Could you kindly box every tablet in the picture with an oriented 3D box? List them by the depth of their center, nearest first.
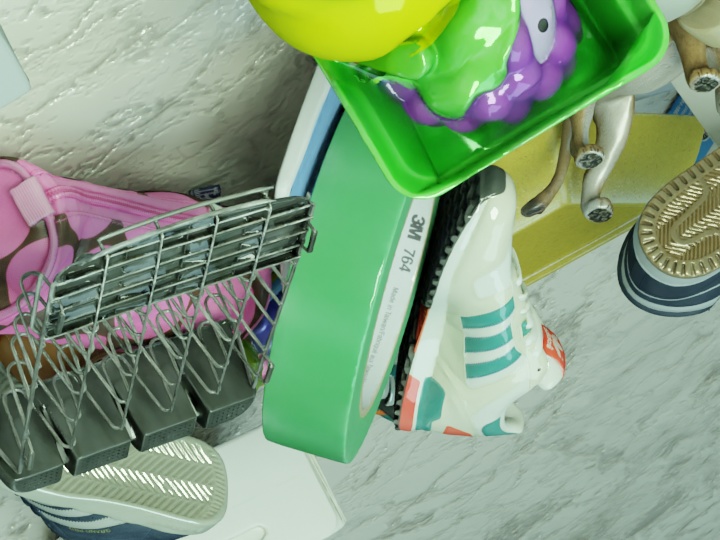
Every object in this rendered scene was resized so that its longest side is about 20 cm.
[{"bbox_3d":[-0.020,-0.049,1.234,0.200,0.014,0.131,88,20,-65],"label":"tablet"}]

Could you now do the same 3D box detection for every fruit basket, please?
[{"bbox_3d":[0.016,-0.139,0.939,0.155,0.216,0.216,-30,158,-7],"label":"fruit basket"}]

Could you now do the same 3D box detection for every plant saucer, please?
[{"bbox_3d":[0.098,-0.031,1.426,0.199,0.049,0.199,-30,165,32],"label":"plant saucer"}]

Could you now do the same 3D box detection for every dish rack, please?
[{"bbox_3d":[-0.103,0.025,1.101,0.153,0.055,0.200,-20,152,-27],"label":"dish rack"}]

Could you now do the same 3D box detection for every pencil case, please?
[{"bbox_3d":[-0.126,-0.008,1.171,0.093,0.091,0.200,-26,163,29],"label":"pencil case"}]

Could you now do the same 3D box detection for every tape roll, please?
[{"bbox_3d":[0.000,0.000,1.240,0.200,0.048,0.202,17,90,-83],"label":"tape roll"}]

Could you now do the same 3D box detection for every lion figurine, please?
[{"bbox_3d":[0.155,-0.117,1.246,0.199,0.123,0.072,-30,139,34],"label":"lion figurine"}]

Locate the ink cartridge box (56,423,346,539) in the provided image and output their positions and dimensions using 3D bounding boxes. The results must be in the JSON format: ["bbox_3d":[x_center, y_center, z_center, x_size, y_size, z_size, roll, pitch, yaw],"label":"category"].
[{"bbox_3d":[-0.112,0.173,1.507,0.145,0.085,0.200,-25,173,-22],"label":"ink cartridge box"}]

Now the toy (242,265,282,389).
[{"bbox_3d":[-0.076,0.055,1.380,0.200,0.047,0.115,-45,-178,32],"label":"toy"}]

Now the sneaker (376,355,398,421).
[{"bbox_3d":[0.010,0.054,1.450,0.200,0.079,0.072,21,89,-80],"label":"sneaker"}]

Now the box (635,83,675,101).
[{"bbox_3d":[0.171,-0.155,1.345,0.199,0.041,0.156,-18,153,-34],"label":"box"}]

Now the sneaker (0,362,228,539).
[{"bbox_3d":[-0.174,0.113,1.312,0.199,0.075,0.084,27,143,-30],"label":"sneaker"}]

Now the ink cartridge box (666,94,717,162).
[{"bbox_3d":[0.302,-0.073,1.485,0.084,0.201,0.145,-20,155,-30],"label":"ink cartridge box"}]

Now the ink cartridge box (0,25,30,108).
[{"bbox_3d":[-0.245,-0.077,0.917,0.199,0.041,0.200,-32,158,-5],"label":"ink cartridge box"}]

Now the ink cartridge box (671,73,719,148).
[{"bbox_3d":[0.279,-0.167,1.305,0.146,0.086,0.200,-14,152,-40],"label":"ink cartridge box"}]

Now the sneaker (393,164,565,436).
[{"bbox_3d":[0.079,0.022,1.345,0.093,0.071,0.201,11,131,-5],"label":"sneaker"}]

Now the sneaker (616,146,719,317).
[{"bbox_3d":[0.226,-0.043,1.294,0.199,0.070,0.109,-30,167,-15],"label":"sneaker"}]

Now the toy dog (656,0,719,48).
[{"bbox_3d":[0.107,-0.158,1.173,0.199,0.097,0.132,-3,154,21],"label":"toy dog"}]

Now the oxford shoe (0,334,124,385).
[{"bbox_3d":[-0.138,0.047,1.283,0.071,0.071,0.200,-43,166,18],"label":"oxford shoe"}]
